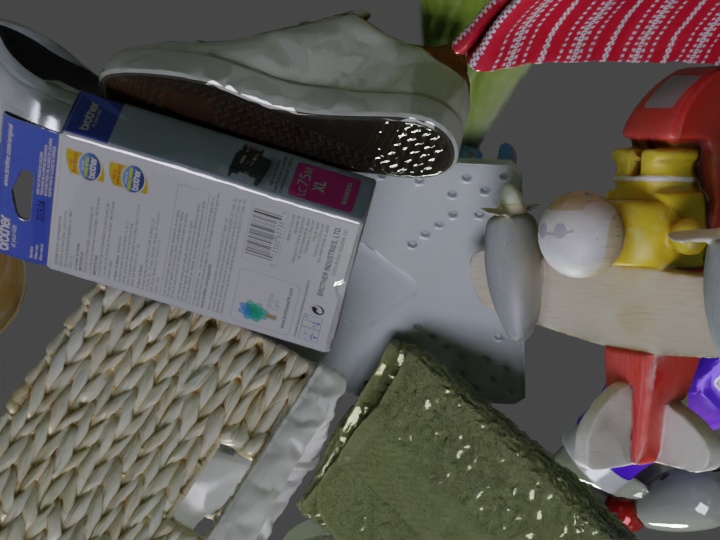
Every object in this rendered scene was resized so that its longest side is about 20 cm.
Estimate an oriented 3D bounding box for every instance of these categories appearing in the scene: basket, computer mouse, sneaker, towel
[{"bbox_3d":[-0.130,0.129,1.213,0.160,0.199,0.200,31,159,5],"label":"basket"},{"bbox_3d":[-0.149,-0.067,1.149,0.199,0.044,0.110,31,136,-5],"label":"computer mouse"},{"bbox_3d":[-0.038,-0.102,1.094,0.199,0.085,0.073,9,144,8],"label":"sneaker"},{"bbox_3d":[0.157,-0.141,0.976,0.199,0.023,0.145,-5,153,-38],"label":"towel"},{"bbox_3d":[0.062,0.150,1.230,0.200,0.036,0.149,40,117,18],"label":"towel"}]

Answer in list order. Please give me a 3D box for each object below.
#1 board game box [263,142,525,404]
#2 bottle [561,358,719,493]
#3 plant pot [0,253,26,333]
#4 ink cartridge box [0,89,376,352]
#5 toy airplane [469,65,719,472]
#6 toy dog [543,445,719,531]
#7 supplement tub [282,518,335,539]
[{"bbox_3d":[0.000,0.000,1.225,0.199,0.026,0.201,2,135,8],"label":"board game box"},{"bbox_3d":[0.201,0.046,1.153,0.065,0.084,0.200,40,107,-17],"label":"bottle"},{"bbox_3d":[-0.302,-0.022,1.260,0.199,0.028,0.201,5,134,5],"label":"plant pot"},{"bbox_3d":[-0.099,-0.029,1.108,0.199,0.042,0.120,15,141,-1],"label":"ink cartridge box"},{"bbox_3d":[0.142,0.008,1.067,0.141,0.200,0.200,22,127,-38],"label":"toy airplane"},{"bbox_3d":[0.129,0.119,1.273,0.199,0.132,0.097,-9,93,8],"label":"toy dog"},{"bbox_3d":[-0.013,0.281,1.383,0.144,0.201,0.145,5,136,5],"label":"supplement tub"}]
